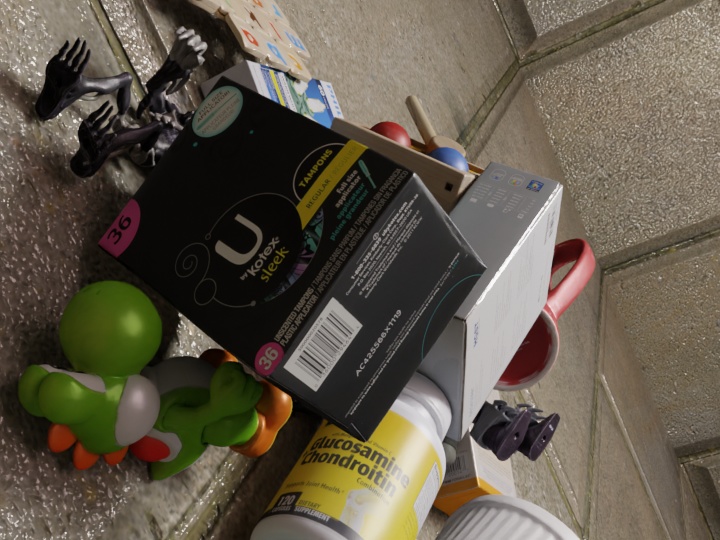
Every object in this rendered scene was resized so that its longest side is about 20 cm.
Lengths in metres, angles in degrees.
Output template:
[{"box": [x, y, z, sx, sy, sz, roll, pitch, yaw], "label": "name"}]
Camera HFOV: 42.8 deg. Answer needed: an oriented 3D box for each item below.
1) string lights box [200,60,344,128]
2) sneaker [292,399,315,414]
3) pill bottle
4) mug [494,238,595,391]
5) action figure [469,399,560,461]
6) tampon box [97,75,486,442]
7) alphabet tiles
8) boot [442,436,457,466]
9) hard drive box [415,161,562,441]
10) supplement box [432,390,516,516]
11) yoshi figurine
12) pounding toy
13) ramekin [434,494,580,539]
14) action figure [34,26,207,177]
[{"box": [-0.076, -0.145, 0.943, 0.200, 0.058, 0.104, -14, 83, -68], "label": "string lights box"}, {"box": [-0.009, 0.082, 0.885, 0.200, 0.075, 0.117, 28, 47, -55], "label": "sneaker"}, {"box": [0.003, 0.172, 0.734, 0.113, 0.111, 0.201, 60, 38, -21], "label": "pill bottle"}, {"box": [0.174, 0.028, 1.050, 0.132, 0.179, 0.200, 31, 19, -5], "label": "mug"}, {"box": [0.103, 0.136, 0.959, 0.130, 0.199, 0.070, 36, 80, -45], "label": "action figure"}, {"box": [-0.048, -0.012, 0.621, 0.199, 0.151, 0.126, 30, -9, 38], "label": "tampon box"}, {"box": [-0.126, -0.273, 0.927, 0.197, 0.015, 0.199, 58, 20, 21], "label": "alphabet tiles"}, {"box": [0.043, 0.228, 0.925, 0.199, 0.067, 0.133, 25, 61, -60], "label": "boot"}, {"box": [0.106, 0.025, 0.839, 0.200, 0.076, 0.158, -49, 149, -38], "label": "hard drive box"}, {"box": [0.120, 0.188, 1.095, 0.126, 0.073, 0.203, 42, 34, -47], "label": "supplement box"}, {"box": [-0.127, 0.063, 0.598, 0.199, 0.111, 0.113, 22, 44, -59], "label": "yoshi figurine"}, {"box": [0.060, -0.099, 0.961, 0.199, 0.182, 0.144, -2, 116, -61], "label": "pounding toy"}, {"box": [0.132, 0.323, 0.862, 0.094, 0.201, 0.205, -21, 91, -43], "label": "ramekin"}, {"box": [-0.144, -0.114, 0.705, 0.120, 0.101, 0.199, 61, 22, 10], "label": "action figure"}]
